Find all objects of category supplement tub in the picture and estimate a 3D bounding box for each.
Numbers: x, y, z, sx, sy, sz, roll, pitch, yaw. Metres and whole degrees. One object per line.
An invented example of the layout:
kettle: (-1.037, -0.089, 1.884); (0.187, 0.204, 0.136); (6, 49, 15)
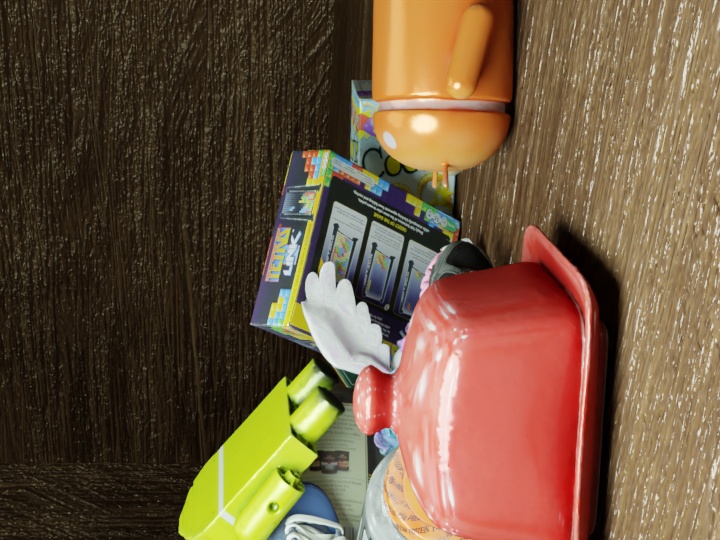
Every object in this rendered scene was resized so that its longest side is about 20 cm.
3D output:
supplement tub: (0.058, 0.211, 1.173); (0.201, 0.121, 0.124); (100, 170, -58)

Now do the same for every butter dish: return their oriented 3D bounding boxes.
butter dish: (0.068, 0.083, 0.928); (0.200, 0.146, 0.203); (-112, 23, -76)

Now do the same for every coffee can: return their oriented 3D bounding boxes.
coffee can: (-0.032, 0.230, 1.354); (0.147, 0.144, 0.202); (98, 172, -57)

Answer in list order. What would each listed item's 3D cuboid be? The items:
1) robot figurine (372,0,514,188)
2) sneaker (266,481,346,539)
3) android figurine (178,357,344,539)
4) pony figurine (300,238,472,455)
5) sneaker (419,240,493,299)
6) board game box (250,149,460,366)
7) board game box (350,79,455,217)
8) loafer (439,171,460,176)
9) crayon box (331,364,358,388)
robot figurine: (0.065, -0.167, 1.169); (0.143, 0.116, 0.203); (4, 94, 42)
sneaker: (-0.027, 0.235, 1.165); (0.147, 0.080, 0.202); (123, 155, -49)
android figurine: (-0.089, 0.169, 1.258); (0.201, 0.041, 0.182); (-50, 16, 10)
pony figurine: (0.050, 0.088, 1.277); (0.201, 0.164, 0.195); (78, 176, -53)
sneaker: (0.099, 0.037, 1.117); (0.201, 0.078, 0.096); (-96, 30, -48)
board game box: (0.000, 0.000, 1.373); (0.056, 0.199, 0.168); (4, 75, 43)
board game box: (0.041, -0.087, 1.516); (0.105, 0.101, 0.203); (-105, 16, -72)
loafer: (0.068, -0.166, 1.366); (0.069, 0.075, 0.202); (104, 166, -45)
crayon box: (0.013, 0.116, 1.591); (0.126, 0.051, 0.200); (55, 179, 29)
